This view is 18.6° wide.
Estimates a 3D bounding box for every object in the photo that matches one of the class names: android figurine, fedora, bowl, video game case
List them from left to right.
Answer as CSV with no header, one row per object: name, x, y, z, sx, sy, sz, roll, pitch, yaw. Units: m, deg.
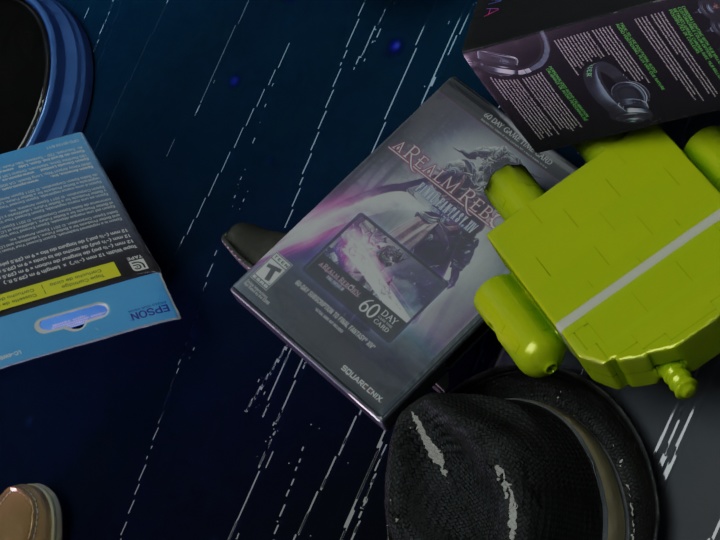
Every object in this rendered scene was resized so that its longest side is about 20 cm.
bowl,-0.295,-0.128,1.728,0.200,0.039,0.201,-16,63,35
video game case,0.037,-0.014,1.352,0.200,0.019,0.143,-45,59,-10
fedora,0.073,0.135,1.269,0.200,0.092,0.201,-16,61,31
android figurine,0.156,-0.009,1.267,0.182,0.041,0.200,-36,50,-1

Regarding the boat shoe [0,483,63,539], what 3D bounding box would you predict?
boat shoe,-0.273,0.240,1.540,0.074,0.066,0.200,19,85,43

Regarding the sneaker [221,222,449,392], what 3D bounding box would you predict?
sneaker,0.000,0.000,1.412,0.200,0.074,0.089,28,83,33

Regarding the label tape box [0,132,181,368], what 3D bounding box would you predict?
label tape box,-0.227,0.002,1.549,0.066,0.143,0.200,94,152,-47

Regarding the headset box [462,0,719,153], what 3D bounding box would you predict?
headset box,0.183,-0.178,1.276,0.200,0.093,0.174,-11,45,37
